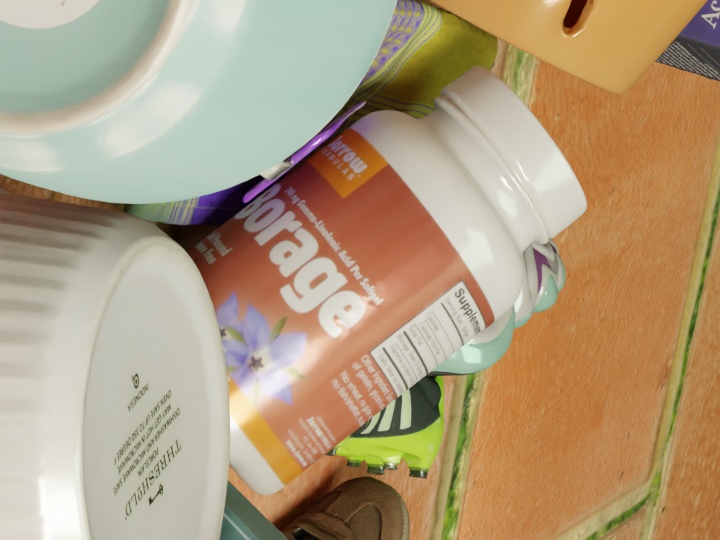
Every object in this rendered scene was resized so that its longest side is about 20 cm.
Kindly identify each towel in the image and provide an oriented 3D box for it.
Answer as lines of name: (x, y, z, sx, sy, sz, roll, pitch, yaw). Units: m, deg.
towel: (-0.018, -0.070, 0.959, 0.144, 0.023, 0.200, -46, 159, 17)

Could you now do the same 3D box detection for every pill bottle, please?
pill bottle: (0.000, 0.000, 0.943, 0.200, 0.112, 0.112, -38, 144, -5)

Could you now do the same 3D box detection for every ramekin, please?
ramekin: (-0.119, 0.065, 0.803, 0.202, 0.094, 0.204, -1, 90, -74)

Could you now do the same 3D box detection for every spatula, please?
spatula: (-0.055, -0.047, 0.846, 0.056, 0.021, 0.200, -38, 168, 23)

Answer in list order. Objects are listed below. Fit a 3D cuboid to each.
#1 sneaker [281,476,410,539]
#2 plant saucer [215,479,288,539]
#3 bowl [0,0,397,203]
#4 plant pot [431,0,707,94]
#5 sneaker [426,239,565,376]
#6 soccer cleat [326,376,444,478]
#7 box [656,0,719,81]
sneaker: (-0.041, 0.180, 1.094, 0.200, 0.070, 0.076, -55, 146, -25)
plant saucer: (-0.076, 0.120, 0.883, 0.019, 0.200, 0.070, 38, 88, -35)
bowl: (-0.093, -0.108, 0.654, 0.105, 0.200, 0.202, -49, 151, -70)
plant pot: (0.098, -0.177, 0.994, 0.200, 0.200, 0.140, 11, 110, -60)
sneaker: (0.060, -0.038, 1.115, 0.200, 0.077, 0.141, -53, 137, -69)
soccer cleat: (-0.012, 0.058, 1.086, 0.200, 0.067, 0.082, 24, 70, -62)
box: (0.189, -0.185, 1.116, 0.104, 0.199, 0.149, 20, 89, -62)
